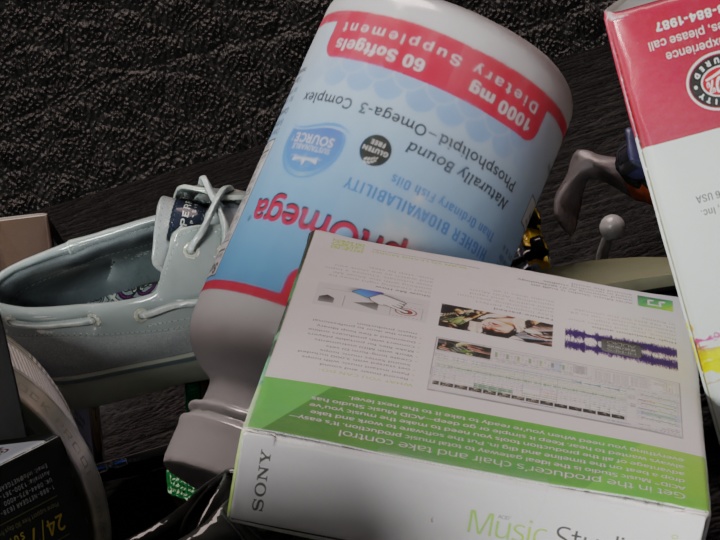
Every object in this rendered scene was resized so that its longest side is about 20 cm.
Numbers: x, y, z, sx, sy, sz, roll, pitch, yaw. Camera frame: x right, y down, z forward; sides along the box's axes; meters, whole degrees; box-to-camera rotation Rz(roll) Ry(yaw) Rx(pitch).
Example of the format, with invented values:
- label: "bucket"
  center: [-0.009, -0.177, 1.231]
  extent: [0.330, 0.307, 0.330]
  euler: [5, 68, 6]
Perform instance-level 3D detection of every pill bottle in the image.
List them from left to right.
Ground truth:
- label: "pill bottle"
  center: [0.000, 0.000, 1.066]
  extent: [0.108, 0.201, 0.109]
  euler: [22, -12, 5]

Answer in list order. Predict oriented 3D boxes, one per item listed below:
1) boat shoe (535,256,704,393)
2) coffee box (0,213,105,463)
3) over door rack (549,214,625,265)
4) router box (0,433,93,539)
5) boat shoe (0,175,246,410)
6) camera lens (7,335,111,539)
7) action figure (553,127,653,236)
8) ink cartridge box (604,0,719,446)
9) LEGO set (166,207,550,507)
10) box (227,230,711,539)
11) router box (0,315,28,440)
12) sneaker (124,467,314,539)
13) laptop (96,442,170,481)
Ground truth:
- label: "boat shoe"
  center: [0.136, 0.022, 1.129]
  extent: [0.073, 0.064, 0.201]
  euler: [6, 5, 43]
- label: "coffee box"
  center: [-0.178, 0.046, 1.366]
  extent: [0.079, 0.114, 0.200]
  euler: [-7, -9, -2]
- label: "over door rack"
  center: [0.115, 0.019, 1.328]
  extent: [0.199, 0.067, 0.147]
  euler: [-10, 11, 42]
- label: "router box"
  center: [-0.139, 0.134, 0.744]
  extent: [0.199, 0.158, 0.052]
  euler: [-9, 11, 41]
- label: "boat shoe"
  center: [-0.068, 0.001, 1.160]
  extent: [0.200, 0.072, 0.070]
  euler: [-18, 39, 20]
- label: "camera lens"
  center: [-0.183, 0.097, 1.079]
  extent: [0.159, 0.161, 0.200]
  euler: [-18, 8, -8]
- label: "action figure"
  center: [0.172, -0.062, 1.222]
  extent: [0.199, 0.105, 0.193]
  euler: [14, -20, -37]
- label: "ink cartridge box"
  center: [0.182, -0.016, 0.951]
  extent: [0.144, 0.201, 0.145]
  euler: [-14, 6, 11]
- label: "LEGO set"
  center: [0.014, 0.065, 1.187]
  extent: [0.199, 0.116, 0.154]
  euler: [-30, 36, 5]
- label: "box"
  center: [0.040, 0.043, 0.906]
  extent: [0.143, 0.037, 0.200]
  euler: [11, 18, 2]
- label: "router box"
  center: [-0.145, 0.095, 0.855]
  extent: [0.062, 0.201, 0.150]
  euler: [-15, 7, -24]
- label: "sneaker"
  center: [0.002, 0.103, 0.872]
  extent: [0.199, 0.100, 0.071]
  euler: [-17, 6, -9]
- label: "laptop"
  center: [-0.054, 0.031, 1.355]
  extent: [0.199, 0.104, 0.177]
  euler: [-16, -4, 7]
